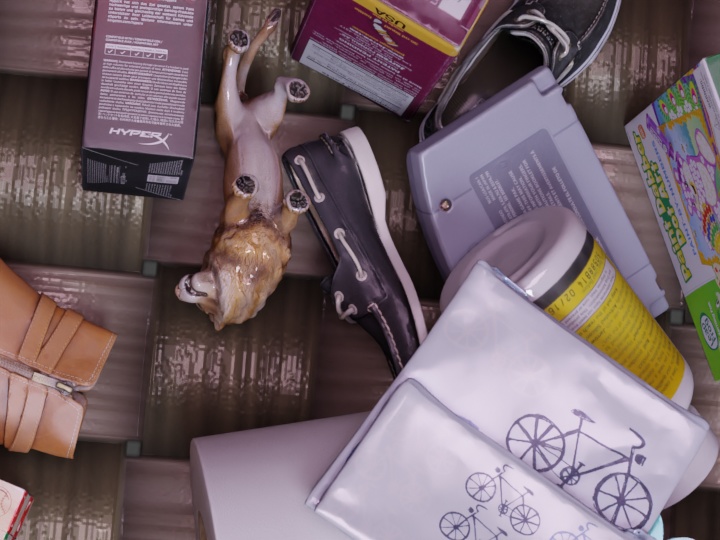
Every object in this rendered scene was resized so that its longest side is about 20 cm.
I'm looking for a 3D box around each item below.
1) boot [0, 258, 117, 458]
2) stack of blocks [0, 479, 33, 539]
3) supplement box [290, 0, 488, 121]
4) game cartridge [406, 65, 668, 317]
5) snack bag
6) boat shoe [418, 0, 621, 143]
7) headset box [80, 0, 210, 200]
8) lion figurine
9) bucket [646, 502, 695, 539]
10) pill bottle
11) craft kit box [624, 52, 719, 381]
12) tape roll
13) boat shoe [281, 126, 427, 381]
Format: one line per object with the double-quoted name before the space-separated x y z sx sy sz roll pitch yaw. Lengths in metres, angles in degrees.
"boot" -0.236 0.020 1.335 0.155 0.077 0.200 16 82 -3
"stack of blocks" -0.315 0.133 1.289 0.200 0.115 0.059 23 79 -3
"supplement box" 0.035 -0.197 1.344 0.103 0.200 0.131 30 79 -3
"game cartridge" 0.117 -0.023 1.383 0.133 0.040 0.200 -33 108 -15
"snack bag" 0.097 0.117 1.202 0.188 0.021 0.200 36 68 3
"boat shoe" 0.121 -0.151 1.415 0.072 0.071 0.200 39 78 0
"headset box" -0.141 -0.160 1.341 0.075 0.149 0.200 6 82 -7
"lion figurine" -0.076 -0.067 1.370 0.072 0.123 0.200 11 64 -11
"bucket" 0.153 0.227 1.299 0.207 0.207 0.135 42 80 0
"pill bottle" 0.151 0.064 1.332 0.111 0.111 0.200 -44 109 -12
"craft kit box" 0.253 -0.033 1.351 0.048 0.198 0.200 -18 84 -7
"tape roll" -0.027 0.195 1.275 0.139 0.203 0.203 -7 82 -9
"boat shoe" 0.000 0.000 1.374 0.060 0.074 0.200 -16 81 -10
